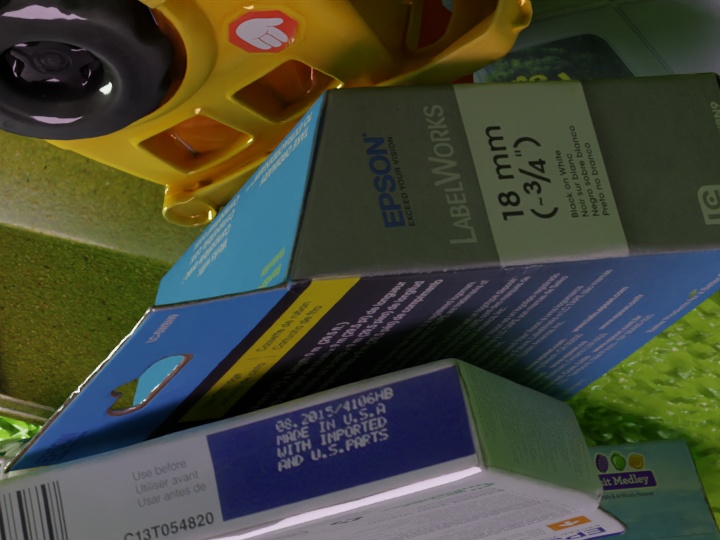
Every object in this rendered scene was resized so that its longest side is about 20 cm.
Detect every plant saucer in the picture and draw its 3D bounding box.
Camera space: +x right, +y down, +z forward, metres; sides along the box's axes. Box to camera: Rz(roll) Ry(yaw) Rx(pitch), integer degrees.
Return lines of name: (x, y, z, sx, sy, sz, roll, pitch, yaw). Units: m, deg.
plant saucer: (-0.075, 0.013, 1.011, 0.199, 0.048, 0.200, 13, 149, 10)

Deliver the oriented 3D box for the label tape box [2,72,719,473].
label tape box: (0.000, 0.000, 0.843, 0.199, 0.064, 0.144, -5, 160, -27)

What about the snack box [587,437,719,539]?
snack box: (0.023, 0.142, 1.118, 0.168, 0.068, 0.200, -1, 150, -32)

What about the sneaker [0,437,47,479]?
sneaker: (-0.133, 0.100, 1.110, 0.093, 0.071, 0.200, 12, 173, 8)

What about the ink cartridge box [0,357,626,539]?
ink cartridge box: (-0.029, 0.081, 0.903, 0.199, 0.041, 0.200, -16, 166, 13)

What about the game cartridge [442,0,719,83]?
game cartridge: (0.067, -0.047, 0.945, 0.199, 0.041, 0.133, -19, 129, 33)

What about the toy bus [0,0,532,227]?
toy bus: (-0.015, -0.097, 0.826, 0.200, 0.136, 0.192, -28, 134, 36)
